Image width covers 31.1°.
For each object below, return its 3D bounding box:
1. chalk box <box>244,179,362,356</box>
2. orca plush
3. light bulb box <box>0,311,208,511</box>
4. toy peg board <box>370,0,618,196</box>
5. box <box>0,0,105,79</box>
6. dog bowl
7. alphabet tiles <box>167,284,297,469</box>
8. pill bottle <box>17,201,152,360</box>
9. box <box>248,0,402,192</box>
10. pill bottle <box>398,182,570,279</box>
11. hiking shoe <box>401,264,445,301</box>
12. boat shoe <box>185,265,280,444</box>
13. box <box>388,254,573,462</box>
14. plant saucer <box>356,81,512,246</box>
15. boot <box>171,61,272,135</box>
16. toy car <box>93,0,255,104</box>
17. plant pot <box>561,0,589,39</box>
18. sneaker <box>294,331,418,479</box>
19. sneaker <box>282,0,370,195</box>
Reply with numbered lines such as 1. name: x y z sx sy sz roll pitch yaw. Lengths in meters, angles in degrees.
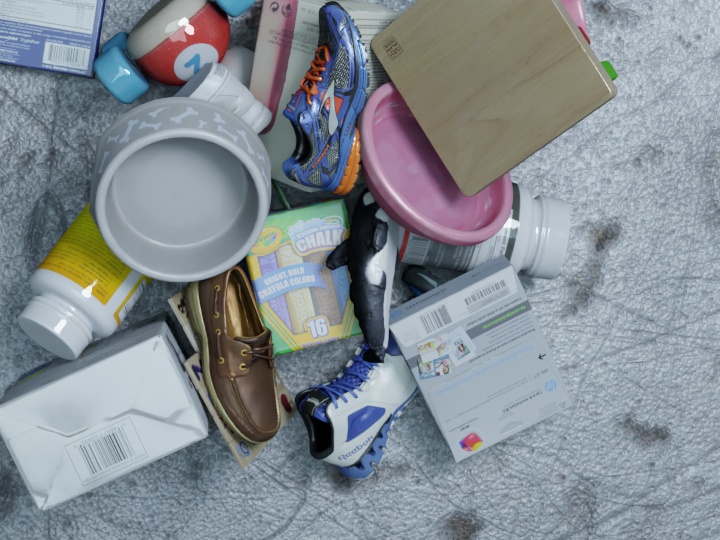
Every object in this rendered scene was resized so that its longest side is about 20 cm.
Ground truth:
1. chalk box: -0.070 -0.018 1.482 0.124 0.124 0.200 -12 96 -4
2. orca plush: 0.000 0.000 1.410 0.071 0.105 0.200 2 99 13
3. light bulb box: -0.280 0.149 1.433 0.198 0.200 0.125 -24 97 -3
4. toy peg board: 0.151 -0.217 1.356 0.200 0.098 0.199 -35 84 34
5. box: -0.351 -0.328 1.481 0.121 0.032 0.200 9 94 -6
6. dog bowl: -0.186 -0.076 1.344 0.200 0.059 0.200 -5 120 -9
7. alphabet tiles: -0.148 0.104 1.465 0.008 0.167 0.200 -25 98 24
8. pill bottle: -0.290 -0.002 1.437 0.109 0.109 0.200 36 65 -7
9. box: -0.046 -0.200 1.427 0.109 0.128 0.200 21 109 27
10. pill bottle: 0.134 -0.052 1.504 0.200 0.114 0.114 9 93 -6
11. hiking shoe: 0.103 0.085 1.529 0.087 0.074 0.200 -37 96 -3
12. boat shoe: -0.130 0.089 1.402 0.072 0.068 0.200 -11 80 -45
13. box: 0.136 0.103 1.481 0.156 0.041 0.200 -27 113 1
14. plant saucer: 0.073 -0.110 1.397 0.200 0.051 0.201 21 51 -28
15. boot: -0.187 -0.129 1.389 0.200 0.074 0.096 -37 117 27
16. toy car: -0.160 -0.221 1.448 0.184 0.177 0.200 -38 109 8
17. plant pot: 0.167 -0.267 1.465 0.179 0.200 0.200 -10 95 10
18. sneaker: -0.006 0.143 1.495 0.115 0.081 0.199 20 92 -44
19. sneaker: -0.038 -0.172 1.311 0.078 0.075 0.200 -2 109 -18
